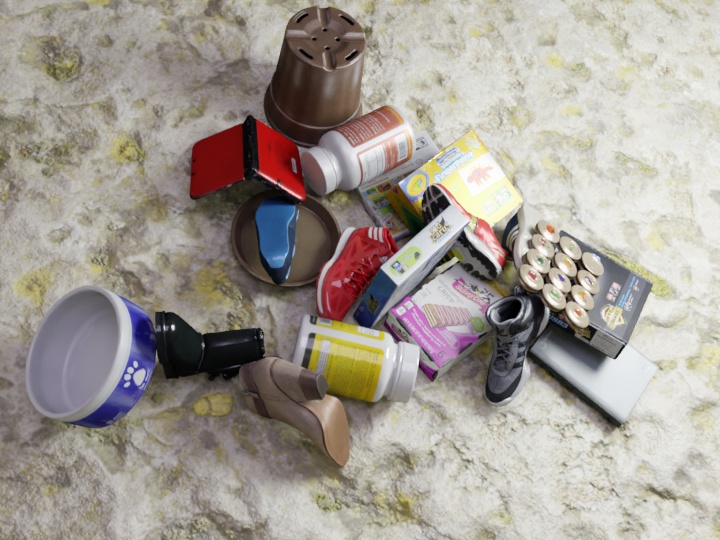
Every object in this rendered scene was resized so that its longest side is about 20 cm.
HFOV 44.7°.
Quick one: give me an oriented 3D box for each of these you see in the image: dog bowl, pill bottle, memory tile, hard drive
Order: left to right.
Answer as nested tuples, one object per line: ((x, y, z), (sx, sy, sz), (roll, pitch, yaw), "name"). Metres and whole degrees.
((-0.402, 0.129, 1.308), (0.198, 0.079, 0.203), (-13, 63, 28), "dog bowl")
((-0.011, 0.147, 1.418), (0.197, 0.115, 0.116), (13, 59, -3), "pill bottle")
((-0.006, -0.215, 1.595), (0.199, 0.113, 0.113), (-28, 70, -24), "pill bottle")
((0.345, 0.003, 1.500), (0.153, 0.017, 0.201), (39, 40, -4), "memory tile")
((0.408, 0.159, 1.542), (0.199, 0.033, 0.140), (38, 61, 11), "hard drive")

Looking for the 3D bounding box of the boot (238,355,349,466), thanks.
((-0.106, 0.219, 1.371), (0.144, 0.202, 0.070), (0, 30, 27), "boot")

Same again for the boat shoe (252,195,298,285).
((-0.148, -0.053, 1.491), (0.083, 0.069, 0.201), (0, 38, 5), "boat shoe")

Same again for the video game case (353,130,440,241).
((0.090, -0.162, 1.664), (0.198, 0.023, 0.183), (-25, 69, -23), "video game case")

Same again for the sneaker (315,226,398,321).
((0.000, 0.000, 1.493), (0.078, 0.114, 0.202), (43, 50, -39), "sneaker")

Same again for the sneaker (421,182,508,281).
((0.182, -0.073, 1.529), (0.201, 0.077, 0.085), (51, 47, -7), "sneaker")

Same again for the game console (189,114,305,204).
((-0.202, -0.178, 1.574), (0.171, 0.119, 0.201), (30, 27, -27), "game console")

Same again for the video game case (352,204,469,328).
((0.080, -0.001, 1.466), (0.045, 0.200, 0.181), (45, 62, 9), "video game case")

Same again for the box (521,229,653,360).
((0.405, 0.039, 1.567), (0.197, 0.050, 0.200), (33, 44, 11), "box")

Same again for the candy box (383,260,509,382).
((0.159, 0.078, 1.521), (0.199, 0.061, 0.137), (-34, 72, -26), "candy box")

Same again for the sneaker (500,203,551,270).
((0.289, -0.034, 1.573), (0.075, 0.085, 0.201), (34, 34, -9), "sneaker")

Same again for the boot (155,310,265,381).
((-0.228, 0.114, 1.350), (0.160, 0.199, 0.074), (-4, 63, -6), "boot")

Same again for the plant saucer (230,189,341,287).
((-0.132, -0.055, 1.555), (0.197, 0.030, 0.203), (5, 60, -9), "plant saucer")

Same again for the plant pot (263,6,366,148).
((-0.078, -0.369, 1.643), (0.197, 0.199, 0.203), (4, 61, -8), "plant pot")

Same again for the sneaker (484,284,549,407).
((0.239, 0.121, 1.453), (0.075, 0.113, 0.202), (18, 82, 40), "sneaker")

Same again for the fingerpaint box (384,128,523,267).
((0.171, -0.133, 1.605), (0.199, 0.073, 0.168), (-38, 93, -24), "fingerpaint box")
